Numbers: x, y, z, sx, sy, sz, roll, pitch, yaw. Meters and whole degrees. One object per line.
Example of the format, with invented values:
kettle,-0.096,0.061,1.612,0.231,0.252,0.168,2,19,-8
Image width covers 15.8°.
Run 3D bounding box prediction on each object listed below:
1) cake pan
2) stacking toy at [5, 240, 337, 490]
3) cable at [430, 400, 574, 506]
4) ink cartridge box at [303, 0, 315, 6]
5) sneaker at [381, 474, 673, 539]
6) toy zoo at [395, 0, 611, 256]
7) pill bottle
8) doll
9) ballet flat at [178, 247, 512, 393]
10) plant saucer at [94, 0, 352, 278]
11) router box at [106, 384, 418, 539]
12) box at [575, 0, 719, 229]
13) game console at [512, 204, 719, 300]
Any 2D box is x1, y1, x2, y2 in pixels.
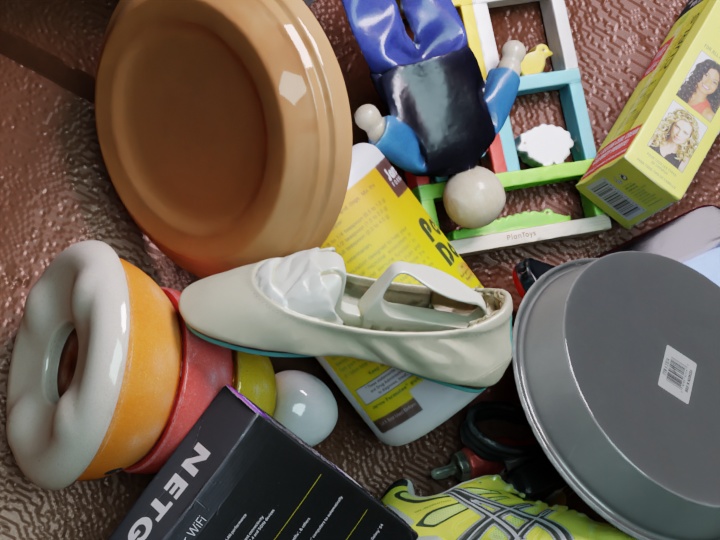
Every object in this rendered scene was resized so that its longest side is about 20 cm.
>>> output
cake pan,0.182,0.072,1.547,0.199,0.037,0.201,19,50,-24
stacking toy,-0.099,0.071,1.536,0.199,0.146,0.147,13,77,-28
cable,0.135,0.118,1.657,0.199,0.050,0.098,-17,69,-32
ink cartridge box,-0.119,-0.244,1.597,0.198,0.084,0.145,10,78,-15
sneaker,0.093,0.159,1.550,0.198,0.076,0.077,0,62,17
toy zoo,0.082,-0.114,1.677,0.130,0.020,0.202,-10,84,-20
pill bottle,0.000,0.000,1.583,0.109,0.109,0.200,-39,95,-20
doll,0.046,-0.123,1.629,0.136,0.048,0.201,-19,88,-30
ballet flat,-0.003,0.018,1.490,0.198,0.069,0.070,10,78,-15
plant saucer,-0.090,-0.087,1.522,0.037,0.200,0.201,-17,86,-46
router box,-0.080,0.189,1.502,0.149,0.051,0.200,40,86,-34
box,0.217,-0.124,1.685,0.050,0.075,0.201,36,66,-10
game console,0.208,0.059,1.615,0.118,0.172,0.201,-34,74,14
